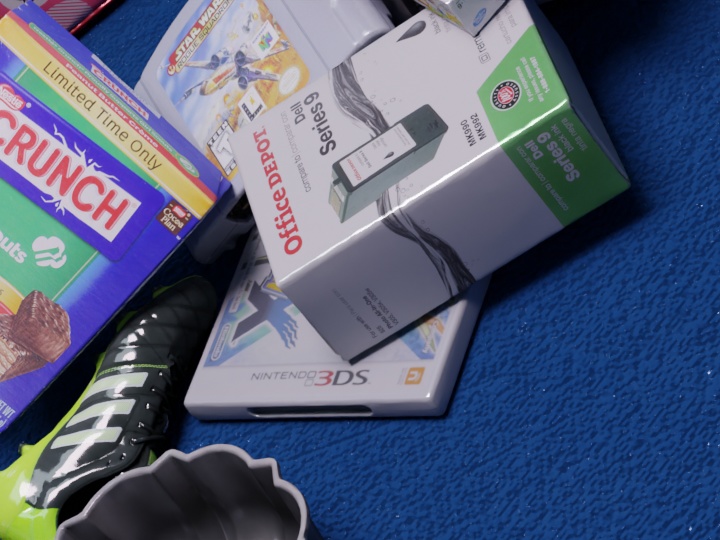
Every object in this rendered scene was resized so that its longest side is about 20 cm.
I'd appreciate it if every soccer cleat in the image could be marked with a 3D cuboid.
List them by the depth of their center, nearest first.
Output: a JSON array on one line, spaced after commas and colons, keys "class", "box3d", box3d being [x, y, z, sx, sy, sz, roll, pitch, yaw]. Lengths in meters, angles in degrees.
[{"class": "soccer cleat", "box3d": [-0.140, 0.092, 1.710, 0.081, 0.068, 0.200, 31, 74, 26]}]

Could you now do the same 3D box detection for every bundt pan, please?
[{"class": "bundt pan", "box3d": [-0.094, 0.199, 1.561, 0.202, 0.076, 0.202, -21, 44, 22]}]

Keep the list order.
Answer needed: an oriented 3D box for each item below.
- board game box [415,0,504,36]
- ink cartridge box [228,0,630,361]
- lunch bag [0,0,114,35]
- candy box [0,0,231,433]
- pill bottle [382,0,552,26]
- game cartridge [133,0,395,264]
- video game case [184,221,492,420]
[{"class": "board game box", "box3d": [0.082, -0.244, 1.668, 0.200, 0.034, 0.134, -50, 46, -5]}, {"class": "ink cartridge box", "box3d": [0.036, -0.063, 1.652, 0.200, 0.084, 0.146, -32, 42, 11]}, {"class": "lunch bag", "box3d": [-0.248, -0.250, 1.984, 0.176, 0.200, 0.082, -38, 36, 4]}, {"class": "candy box", "box3d": [-0.207, -0.032, 1.714, 0.200, 0.169, 0.077, -47, 6, 12]}, {"class": "pill bottle", "box3d": [0.061, -0.210, 1.768, 0.200, 0.120, 0.120, -16, 47, 26]}, {"class": "game cartridge", "box3d": [-0.069, -0.119, 1.761, 0.200, 0.041, 0.133, -50, 58, 25]}, {"class": "video game case", "box3d": [0.000, 0.000, 1.706, 0.182, 0.022, 0.200, -3, 53, 36]}]
